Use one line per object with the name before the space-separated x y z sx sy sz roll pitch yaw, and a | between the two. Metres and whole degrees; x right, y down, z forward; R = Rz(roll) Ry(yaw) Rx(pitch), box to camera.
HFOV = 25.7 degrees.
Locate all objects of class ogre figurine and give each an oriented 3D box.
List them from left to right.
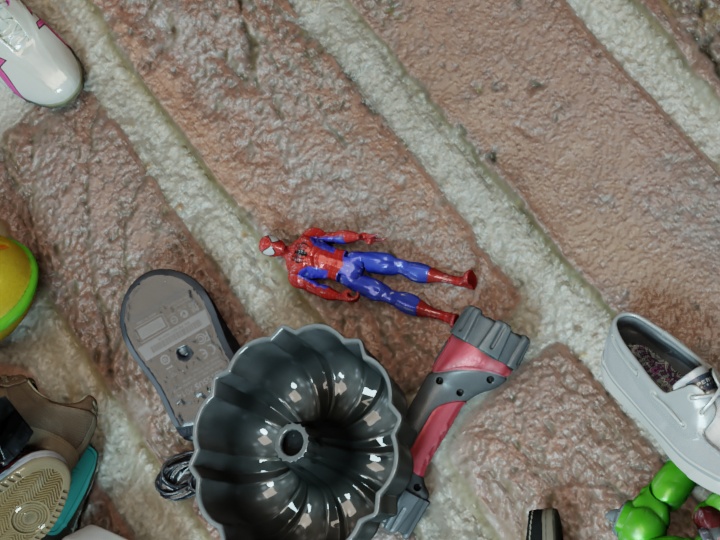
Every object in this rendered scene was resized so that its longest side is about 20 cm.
ogre figurine | 0.273 0.225 1.239 0.119 0.098 0.201 -24 75 1

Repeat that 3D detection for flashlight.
flashlight | 0.070 0.130 1.338 0.068 0.068 0.201 26 87 53

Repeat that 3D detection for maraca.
maraca | -0.394 0.022 1.460 0.199 0.107 0.138 -6 45 9

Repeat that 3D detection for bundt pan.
bundt pan | -0.040 0.150 1.309 0.201 0.076 0.203 -9 70 26

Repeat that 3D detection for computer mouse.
computer mouse | -0.150 0.095 1.414 0.138 0.053 0.201 -25 83 6

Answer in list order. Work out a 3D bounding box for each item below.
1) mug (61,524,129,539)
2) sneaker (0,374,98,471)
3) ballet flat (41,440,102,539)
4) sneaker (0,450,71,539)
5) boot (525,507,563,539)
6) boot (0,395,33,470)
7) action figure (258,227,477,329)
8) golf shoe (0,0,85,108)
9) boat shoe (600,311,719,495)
mug | -0.216 0.312 1.346 0.149 0.186 0.154 6 65 49
sneaker | -0.322 0.127 1.395 0.199 0.071 0.076 14 49 20
ballet flat | -0.294 0.235 1.414 0.071 0.072 0.201 21 80 19
sneaker | -0.324 0.208 1.348 0.200 0.071 0.113 -49 31 12
boot | 0.087 0.287 1.289 0.150 0.073 0.201 6 83 16
boot | -0.375 0.190 1.306 0.199 0.066 0.165 -15 38 42
action figure | 0.000 0.000 1.398 0.199 0.052 0.066 14 84 20
golf shoe | -0.349 -0.232 1.526 0.200 0.092 0.073 43 88 19
boat shoe | 0.267 0.103 1.255 0.072 0.069 0.200 -23 45 -17
